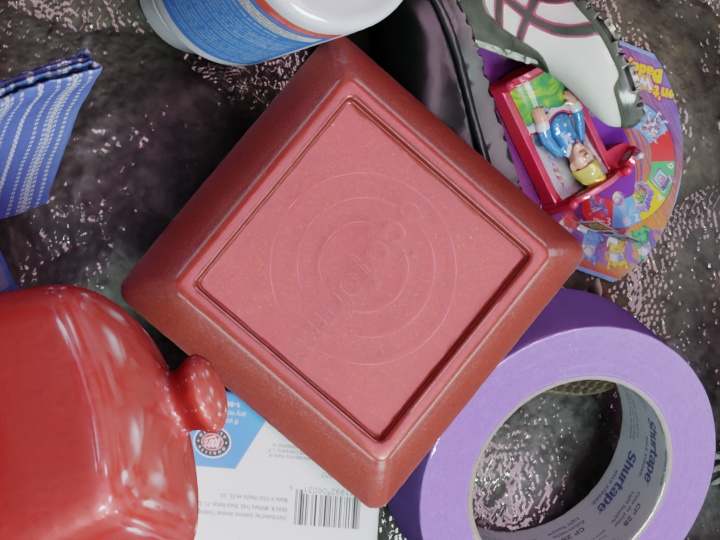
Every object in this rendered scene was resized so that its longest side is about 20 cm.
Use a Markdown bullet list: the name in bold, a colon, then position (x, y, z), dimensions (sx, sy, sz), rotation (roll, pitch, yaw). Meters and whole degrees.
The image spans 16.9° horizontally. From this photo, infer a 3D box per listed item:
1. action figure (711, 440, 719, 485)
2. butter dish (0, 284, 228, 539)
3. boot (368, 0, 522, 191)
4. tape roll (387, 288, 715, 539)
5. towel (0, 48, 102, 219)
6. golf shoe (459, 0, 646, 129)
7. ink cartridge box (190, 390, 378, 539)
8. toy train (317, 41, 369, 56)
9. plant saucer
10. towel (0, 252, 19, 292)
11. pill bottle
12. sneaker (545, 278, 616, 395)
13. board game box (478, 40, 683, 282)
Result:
- **action figure**: position (0.261, 0.164, 1.580), dimensions (0.119, 0.102, 0.201), rotation (-65, 157, -44)
- **butter dish**: position (-0.141, 0.086, 1.290), dimensions (0.147, 0.199, 0.201), rotation (-20, 70, 11)
- **boot**: position (-0.002, -0.088, 1.439), dimensions (0.157, 0.079, 0.212), rotation (-20, 93, -11)
- **tape roll**: position (0.116, 0.115, 1.486), dimensions (0.199, 0.066, 0.201), rotation (-8, 114, -19)
- **towel**: position (-0.237, -0.042, 1.312), dimensions (0.199, 0.145, 0.024), rotation (-25, 69, -33)
- **golf shoe**: position (0.100, -0.158, 1.526), dimensions (0.088, 0.077, 0.200), rotation (-37, 80, -3)
- **ink cartridge box**: position (-0.071, 0.173, 1.419), dimensions (0.145, 0.084, 0.201), rotation (8, 83, -26)
- **toy train**: position (-0.009, -0.116, 1.500), dimensions (0.046, 0.034, 0.201), rotation (-12, 92, -30)
- **plant saucer**: position (0.000, 0.000, 1.379), dimensions (0.200, 0.037, 0.200), rotation (41, 83, -7)
- **towel**: position (-0.275, 0.038, 1.295), dimensions (0.200, 0.147, 0.024), rotation (-40, 64, -16)
- **pill bottle**: position (-0.056, -0.178, 1.387), dimensions (0.112, 0.200, 0.113), rotation (2, 85, -27)
- **sneaker**: position (0.075, 0.027, 1.525), dimensions (0.199, 0.070, 0.076), rotation (14, 58, -26)
- **board game box**: position (0.137, -0.088, 1.567), dimensions (0.199, 0.039, 0.159), rotation (19, 78, -25)
